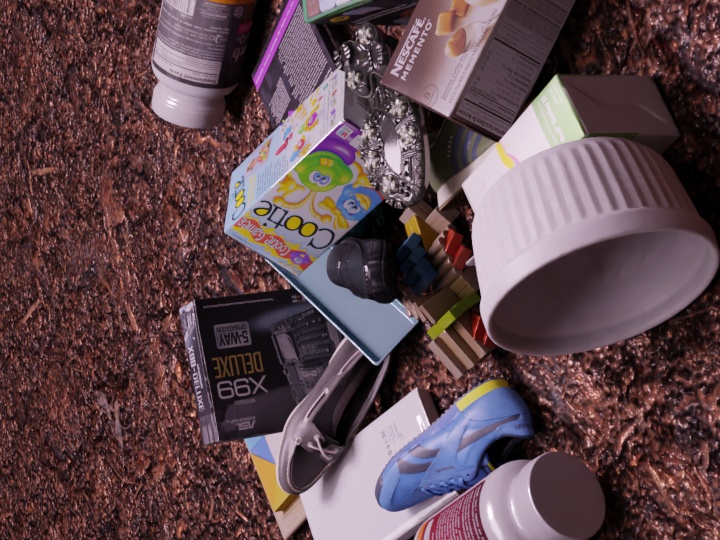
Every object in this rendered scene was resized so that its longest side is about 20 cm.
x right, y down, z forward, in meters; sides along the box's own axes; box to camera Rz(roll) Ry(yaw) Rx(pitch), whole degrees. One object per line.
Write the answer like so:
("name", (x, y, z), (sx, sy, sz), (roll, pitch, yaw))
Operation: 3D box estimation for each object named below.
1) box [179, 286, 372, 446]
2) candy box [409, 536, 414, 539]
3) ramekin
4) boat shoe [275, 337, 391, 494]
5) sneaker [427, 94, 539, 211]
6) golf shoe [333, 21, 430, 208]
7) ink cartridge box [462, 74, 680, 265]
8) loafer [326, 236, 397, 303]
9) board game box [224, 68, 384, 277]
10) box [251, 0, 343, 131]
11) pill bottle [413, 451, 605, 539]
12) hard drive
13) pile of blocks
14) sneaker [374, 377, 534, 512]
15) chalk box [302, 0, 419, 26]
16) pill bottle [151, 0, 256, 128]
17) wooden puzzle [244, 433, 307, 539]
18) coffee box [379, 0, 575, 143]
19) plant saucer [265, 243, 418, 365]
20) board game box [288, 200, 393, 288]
("box", (-0.095, 0.103, 1.571), (0.050, 0.199, 0.159), (-25, 73, 58))
("candy box", (0.037, 0.372, 1.538), (0.200, 0.061, 0.137), (47, 130, 43))
("ramekin", (0.187, -0.022, 1.153), (0.200, 0.199, 0.106), (-50, 46, 46))
("boat shoe", (-0.029, 0.156, 1.530), (0.057, 0.067, 0.201), (2, 60, 59))
("sneaker", (0.117, -0.137, 1.342), (0.200, 0.067, 0.090), (-42, 66, 53))
("golf shoe", (0.043, -0.152, 1.371), (0.077, 0.088, 0.201), (-30, 62, 35))
("ink cartridge box", (0.172, -0.085, 1.226), (0.200, 0.117, 0.068), (-50, 54, 46))
("loafer", (0.000, 0.000, 1.442), (0.201, 0.070, 0.069), (-125, 29, -83))
("board game box", (-0.042, -0.105, 1.479), (0.200, 0.103, 0.105), (-40, 31, 32))
("box", (-0.062, -0.215, 1.597), (0.143, 0.036, 0.201), (-60, 38, 37))
("pill bottle", (0.141, 0.251, 1.323), (0.200, 0.112, 0.114), (-47, 57, 48))
("hard drive", (0.020, 0.237, 1.508), (0.200, 0.027, 0.132), (-41, 53, 28))
("pile of blocks", (0.085, 0.005, 1.398), (0.062, 0.082, 0.201), (-49, 55, 47))
("sneaker", (0.092, 0.194, 1.388), (0.200, 0.066, 0.079), (-44, 57, 25))
("chalk box", (0.014, -0.311, 1.353), (0.125, 0.199, 0.125), (-6, 89, 55))
("pill bottle", (-0.200, -0.289, 1.747), (0.116, 0.116, 0.201), (46, 131, 42))
("wooden puzzle", (-0.093, 0.214, 1.728), (0.200, 0.037, 0.186), (-55, 51, 44))
("coffee box", (0.117, -0.232, 1.266), (0.114, 0.079, 0.201), (36, 102, 49))
("plant saucer", (-0.021, 0.022, 1.552), (0.070, 0.019, 0.200), (-46, 62, -2))
("board game box", (-0.041, -0.073, 1.619), (0.200, 0.028, 0.136), (-32, 69, 52))
